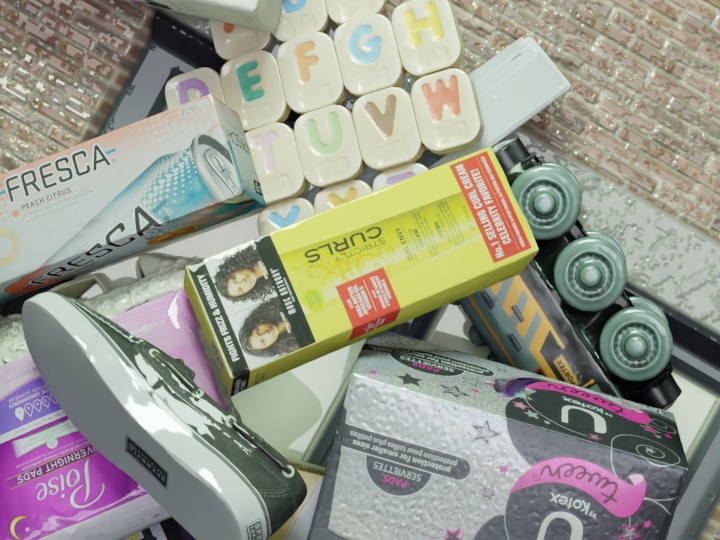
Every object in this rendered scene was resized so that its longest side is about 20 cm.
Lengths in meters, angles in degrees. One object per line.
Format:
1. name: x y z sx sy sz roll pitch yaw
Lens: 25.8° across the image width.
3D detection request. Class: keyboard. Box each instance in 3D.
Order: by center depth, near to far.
1. keyboard: 0.041 -0.077 1.013 0.199 0.011 0.057 -36 56 4

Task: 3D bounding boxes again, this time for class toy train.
1. toy train: 0.119 0.019 1.004 0.113 0.085 0.201 -33 91 10

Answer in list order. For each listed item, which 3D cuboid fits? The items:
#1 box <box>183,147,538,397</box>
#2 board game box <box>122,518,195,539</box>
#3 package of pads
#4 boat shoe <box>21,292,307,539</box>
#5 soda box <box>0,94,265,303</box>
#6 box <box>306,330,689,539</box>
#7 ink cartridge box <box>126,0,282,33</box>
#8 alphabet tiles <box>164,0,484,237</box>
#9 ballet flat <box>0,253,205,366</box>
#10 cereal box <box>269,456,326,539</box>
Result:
1. box: 0.000 0.000 0.924 0.198 0.050 0.076 -21 78 -14
2. board game box: -0.196 0.186 0.999 0.198 0.057 0.167 -26 75 1
3. package of pads: -0.166 0.105 0.944 0.198 0.076 0.122 -23 71 1
4. boat shoe: -0.112 0.079 0.878 0.200 0.069 0.056 42 49 21
5. soda box: -0.165 -0.042 0.989 0.198 0.064 0.069 -20 82 10
6. box: 0.079 0.130 0.931 0.198 0.115 0.134 16 103 2
7. ink cartridge box: -0.140 -0.231 0.992 0.198 0.068 0.117 14 89 8
8. alphabet tiles: -0.025 -0.102 1.004 0.198 0.015 0.198 -15 81 13
9. ballet flat: -0.153 0.024 1.012 0.198 0.072 0.073 -19 91 -2
10. cereal box: 0.015 0.214 1.026 0.197 0.040 0.146 14 91 0
